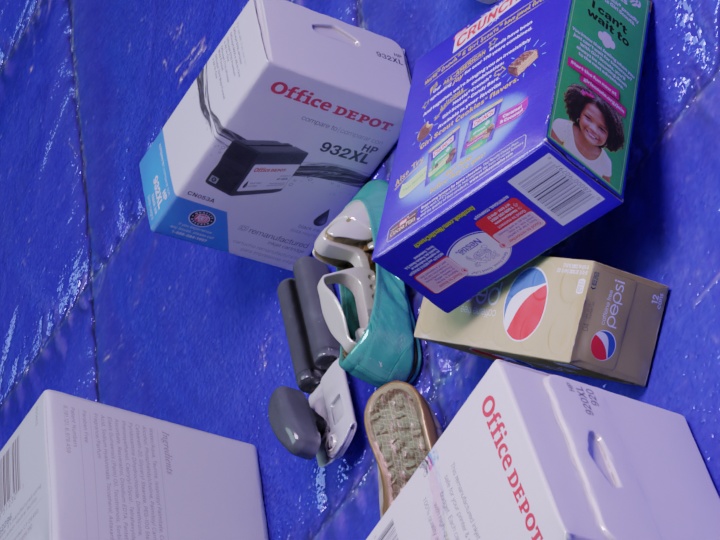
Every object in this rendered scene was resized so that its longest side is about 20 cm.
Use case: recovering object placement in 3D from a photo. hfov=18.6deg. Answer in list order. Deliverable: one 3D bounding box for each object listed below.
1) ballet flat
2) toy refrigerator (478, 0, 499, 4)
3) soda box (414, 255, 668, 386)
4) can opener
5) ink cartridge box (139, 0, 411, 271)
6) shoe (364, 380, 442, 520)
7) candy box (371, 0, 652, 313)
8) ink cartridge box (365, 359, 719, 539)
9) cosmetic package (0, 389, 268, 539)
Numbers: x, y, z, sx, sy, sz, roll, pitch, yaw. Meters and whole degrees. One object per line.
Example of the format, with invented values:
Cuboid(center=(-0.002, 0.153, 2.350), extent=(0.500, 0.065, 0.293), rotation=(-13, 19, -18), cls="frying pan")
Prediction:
Cuboid(center=(0.000, 0.000, 1.675), extent=(0.067, 0.070, 0.201), rotation=(-49, 36, 38), cls="ballet flat")
Cuboid(center=(0.102, -0.311, 1.653), extent=(0.070, 0.075, 0.202), rotation=(-12, 65, 59), cls="toy refrigerator")
Cuboid(center=(0.116, 0.028, 1.458), extent=(0.200, 0.064, 0.068), rotation=(7, 82, 61), cls="soda box")
Cuboid(center=(-0.044, 0.067, 1.723), extent=(0.053, 0.066, 0.201), rotation=(-52, 35, 32), cls="can opener")
Cuboid(center=(-0.067, -0.107, 1.775), extent=(0.200, 0.144, 0.084), rotation=(-51, 36, 35), cls="ink cartridge box")
Cuboid(center=(0.045, 0.174, 1.531), extent=(0.069, 0.053, 0.201), rotation=(-18, 58, 19), cls="shoe")
Cuboid(center=(0.101, -0.095, 1.460), extent=(0.169, 0.077, 0.201), rotation=(-33, 31, 39), cls="candy box")
Cuboid(center=(0.106, 0.185, 1.304), extent=(0.201, 0.144, 0.148), rotation=(-56, 33, 30), cls="ink cartridge box")
Cuboid(center=(-0.197, 0.228, 1.773), extent=(0.168, 0.199, 0.167), rotation=(-51, 35, 35), cls="cosmetic package")
